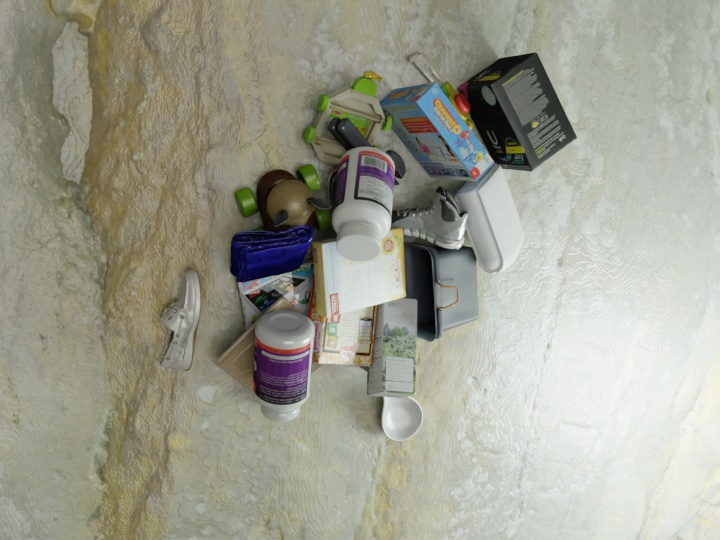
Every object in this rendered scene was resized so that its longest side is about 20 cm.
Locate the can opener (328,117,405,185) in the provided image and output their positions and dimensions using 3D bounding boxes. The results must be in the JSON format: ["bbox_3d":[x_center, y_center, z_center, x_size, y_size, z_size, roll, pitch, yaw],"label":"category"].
[{"bbox_3d":[0.019,-0.238,1.538,0.200,0.053,0.067,45,70,-38],"label":"can opener"}]

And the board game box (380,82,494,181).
[{"bbox_3d":[0.143,-0.270,1.547,0.056,0.200,0.196,-45,111,-9],"label":"board game box"}]

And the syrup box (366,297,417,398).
[{"bbox_3d":[0.065,0.157,1.625,0.078,0.081,0.202,7,74,-21],"label":"syrup box"}]

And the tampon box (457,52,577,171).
[{"bbox_3d":[0.321,-0.326,1.628,0.126,0.150,0.201,-36,109,-11],"label":"tampon box"}]

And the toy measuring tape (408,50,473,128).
[{"bbox_3d":[0.165,-0.356,1.606,0.074,0.074,0.200,-48,113,-6],"label":"toy measuring tape"}]

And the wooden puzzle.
[{"bbox_3d":[-0.167,0.162,1.571,0.185,0.046,0.200,-44,128,2],"label":"wooden puzzle"}]

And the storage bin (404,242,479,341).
[{"bbox_3d":[0.178,0.034,1.655,0.133,0.145,0.202,-12,103,-28],"label":"storage bin"}]

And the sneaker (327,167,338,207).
[{"bbox_3d":[-0.009,-0.109,1.578,0.073,0.087,0.202,-19,107,-17],"label":"sneaker"}]

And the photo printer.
[{"bbox_3d":[0.279,-0.103,1.657,0.166,0.069,0.201,-45,117,-52],"label":"photo printer"}]

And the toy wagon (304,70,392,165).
[{"bbox_3d":[-0.015,-0.298,1.530,0.154,0.040,0.201,12,119,-28],"label":"toy wagon"}]

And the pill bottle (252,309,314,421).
[{"bbox_3d":[-0.148,0.184,1.493,0.112,0.113,0.201,-4,119,-19],"label":"pill bottle"}]

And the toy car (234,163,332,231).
[{"bbox_3d":[-0.126,-0.108,1.477,0.163,0.200,0.159,-23,106,-14],"label":"toy car"}]

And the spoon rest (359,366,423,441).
[{"bbox_3d":[0.067,0.282,1.691,0.099,0.061,0.201,-34,108,-11],"label":"spoon rest"}]

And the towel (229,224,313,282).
[{"bbox_3d":[-0.167,-0.026,1.455,0.146,0.200,0.050,-6,76,-13],"label":"towel"}]

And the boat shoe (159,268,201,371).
[{"bbox_3d":[-0.348,0.095,1.501,0.069,0.071,0.202,5,99,-22],"label":"boat shoe"}]

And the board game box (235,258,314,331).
[{"bbox_3d":[-0.144,0.052,1.588,0.198,0.035,0.127,-12,104,-18],"label":"board game box"}]

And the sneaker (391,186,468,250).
[{"bbox_3d":[0.126,-0.124,1.594,0.198,0.075,0.116,16,120,3],"label":"sneaker"}]

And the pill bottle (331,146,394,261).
[{"bbox_3d":[0.005,-0.121,1.462,0.111,0.111,0.201,22,53,-22],"label":"pill bottle"}]

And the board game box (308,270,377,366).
[{"bbox_3d":[-0.033,0.088,1.580,0.151,0.046,0.202,11,84,-44],"label":"board game box"}]

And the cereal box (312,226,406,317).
[{"bbox_3d":[0.000,0.000,1.530,0.199,0.039,0.145,-12,106,-35],"label":"cereal box"}]
